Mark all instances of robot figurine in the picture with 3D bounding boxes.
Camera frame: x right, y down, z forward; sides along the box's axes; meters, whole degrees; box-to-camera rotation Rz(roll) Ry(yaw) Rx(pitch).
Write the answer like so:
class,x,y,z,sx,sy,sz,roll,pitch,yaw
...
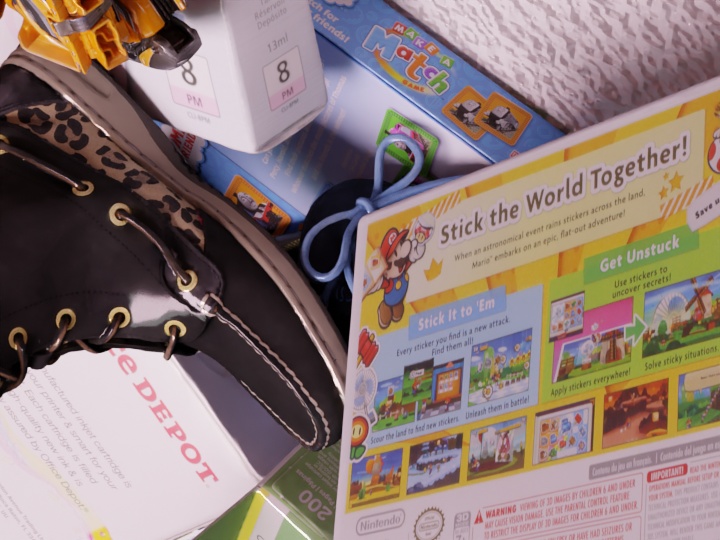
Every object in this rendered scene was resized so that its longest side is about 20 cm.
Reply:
class,x,y,z,sx,sy,sz,roll,pitch,yaw
robot figurine,-0.135,-0.137,0.838,0.200,0.058,0.145,34,156,40

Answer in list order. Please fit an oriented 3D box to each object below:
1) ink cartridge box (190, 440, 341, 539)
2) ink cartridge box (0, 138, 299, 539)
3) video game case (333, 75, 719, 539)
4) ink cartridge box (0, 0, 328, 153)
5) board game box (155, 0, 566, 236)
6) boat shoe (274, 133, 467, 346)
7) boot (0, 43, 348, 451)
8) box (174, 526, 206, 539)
class,x,y,z,sx,sy,sz,roll,pitch,yaw
ink cartridge box,-0.043,0.132,0.968,0.048,0.200,0.146,40,146,12
ink cartridge box,-0.129,0.052,1.048,0.199,0.086,0.148,-25,105,36
video game case,0.060,0.047,0.746,0.023,0.183,0.200,17,157,-33
ink cartridge box,-0.098,-0.155,0.883,0.162,0.057,0.201,21,138,40
board game box,-0.005,-0.049,0.971,0.200,0.037,0.151,36,147,6
boat shoe,0.000,0.000,0.916,0.069,0.084,0.200,50,144,-8
boot,-0.108,0.022,0.885,0.200,0.150,0.073,48,156,5
box,-0.076,0.051,1.105,0.119,0.042,0.201,-27,105,30
